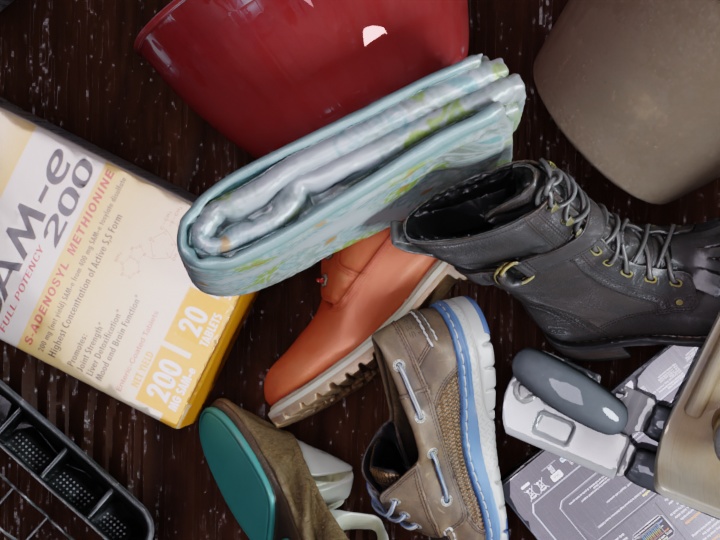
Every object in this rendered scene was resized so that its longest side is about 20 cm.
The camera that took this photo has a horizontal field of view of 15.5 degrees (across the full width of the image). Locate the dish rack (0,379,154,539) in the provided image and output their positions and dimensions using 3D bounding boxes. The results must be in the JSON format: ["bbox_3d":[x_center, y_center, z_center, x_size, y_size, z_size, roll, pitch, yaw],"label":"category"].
[{"bbox_3d":[-0.238,0.179,1.581,0.153,0.055,0.200,41,82,5],"label":"dish rack"}]

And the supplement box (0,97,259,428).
[{"bbox_3d":[-0.163,-0.006,1.572,0.200,0.074,0.126,26,94,5],"label":"supplement box"}]

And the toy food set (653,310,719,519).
[{"bbox_3d":[0.262,0.056,1.429,0.143,0.060,0.200,21,109,-7],"label":"toy food set"}]

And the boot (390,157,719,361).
[{"bbox_3d":[0.139,-0.014,1.466,0.200,0.174,0.069,-19,57,26],"label":"boot"}]

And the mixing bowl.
[{"bbox_3d":[-0.015,-0.124,1.485,0.200,0.200,0.108,-28,85,7],"label":"mixing bowl"}]

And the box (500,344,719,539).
[{"bbox_3d":[0.204,0.123,1.547,0.200,0.048,0.158,-41,87,7],"label":"box"}]

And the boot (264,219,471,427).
[{"bbox_3d":[0.000,0.000,1.560,0.107,0.075,0.200,44,89,7],"label":"boot"}]

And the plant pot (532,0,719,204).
[{"bbox_3d":[0.192,-0.134,1.483,0.175,0.200,0.200,-43,87,23],"label":"plant pot"}]

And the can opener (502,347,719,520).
[{"bbox_3d":[0.171,0.104,1.497,0.200,0.066,0.053,24,93,1],"label":"can opener"}]

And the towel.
[{"bbox_3d":[-0.005,-0.044,1.444,0.200,0.171,0.048,-26,82,-3],"label":"towel"}]

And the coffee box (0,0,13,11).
[{"bbox_3d":[-0.216,-0.231,1.567,0.200,0.080,0.114,-38,87,6],"label":"coffee box"}]

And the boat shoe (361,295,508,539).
[{"bbox_3d":[0.039,0.113,1.533,0.072,0.072,0.200,-11,109,-15],"label":"boat shoe"}]

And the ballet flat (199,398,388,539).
[{"bbox_3d":[-0.026,0.148,1.546,0.072,0.200,0.068,-12,134,-24],"label":"ballet flat"}]
